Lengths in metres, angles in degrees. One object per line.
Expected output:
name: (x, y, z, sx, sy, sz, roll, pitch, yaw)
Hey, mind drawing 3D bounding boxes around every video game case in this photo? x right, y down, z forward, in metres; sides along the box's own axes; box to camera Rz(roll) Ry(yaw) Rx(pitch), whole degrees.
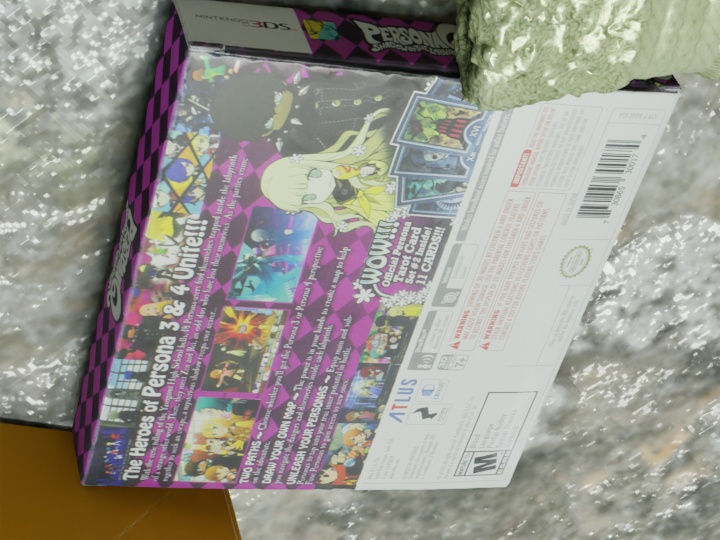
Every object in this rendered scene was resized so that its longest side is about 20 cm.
video game case: (0.000, 0.000, 0.693, 0.180, 0.036, 0.201, 2, 130, -21)

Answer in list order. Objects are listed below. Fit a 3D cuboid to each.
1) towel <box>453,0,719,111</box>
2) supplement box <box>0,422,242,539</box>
towel: (0.099, -0.142, 0.581, 0.147, 0.037, 0.201, -8, 127, -18)
supplement box: (-0.164, 0.174, 0.727, 0.196, 0.133, 0.201, 11, 127, -27)
